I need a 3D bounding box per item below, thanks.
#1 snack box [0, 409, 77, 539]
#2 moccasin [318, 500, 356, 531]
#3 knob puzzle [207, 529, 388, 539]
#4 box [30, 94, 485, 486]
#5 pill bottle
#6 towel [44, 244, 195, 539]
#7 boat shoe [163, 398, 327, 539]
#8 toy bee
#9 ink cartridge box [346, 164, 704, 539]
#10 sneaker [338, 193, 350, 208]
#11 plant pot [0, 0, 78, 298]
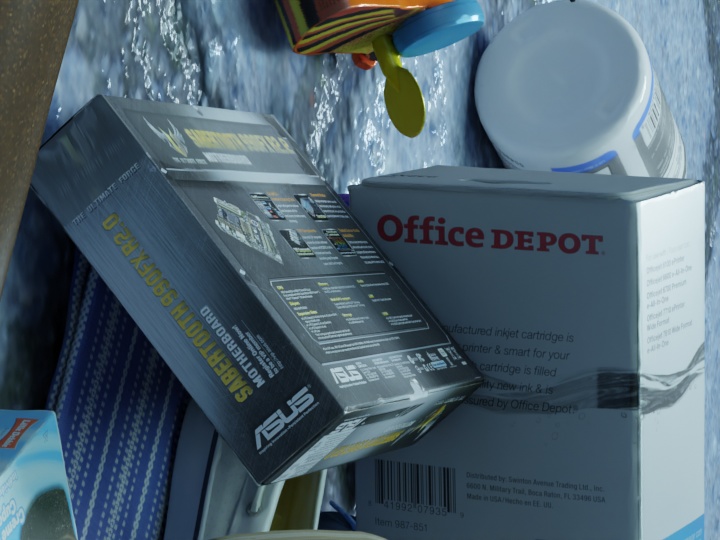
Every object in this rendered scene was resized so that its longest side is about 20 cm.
[{"bbox_3d":[-0.148,0.144,0.903,0.200,0.037,0.117,-56,143,-60],"label":"snack box"},{"bbox_3d":[-0.015,0.171,1.265,0.200,0.068,0.081,-48,135,-67],"label":"moccasin"},{"bbox_3d":[-0.040,0.177,1.048,0.219,0.030,0.221,-18,125,-26],"label":"knob puzzle"},{"bbox_3d":[-0.039,0.005,1.083,0.159,0.048,0.200,51,14,10],"label":"box"},{"bbox_3d":[0.150,-0.081,1.709,0.200,0.113,0.114,55,39,-62],"label":"pill bottle"},{"bbox_3d":[-0.093,0.089,1.112,0.200,0.024,0.146,56,40,-58],"label":"towel"},{"bbox_3d":[-0.038,0.149,1.111,0.075,0.086,0.203,42,54,-64],"label":"boat shoe"},{"bbox_3d":[0.017,-0.127,1.335,0.199,0.108,0.132,15,58,-40],"label":"toy bee"},{"bbox_3d":[0.077,0.057,1.194,0.084,0.144,0.201,-16,107,-58],"label":"ink cartridge box"},{"bbox_3d":[0.000,0.000,1.290,0.200,0.083,0.081,6,85,-73],"label":"sneaker"},{"bbox_3d":[-0.157,-0.052,0.647,0.200,0.199,0.200,20,79,-71],"label":"plant pot"}]
